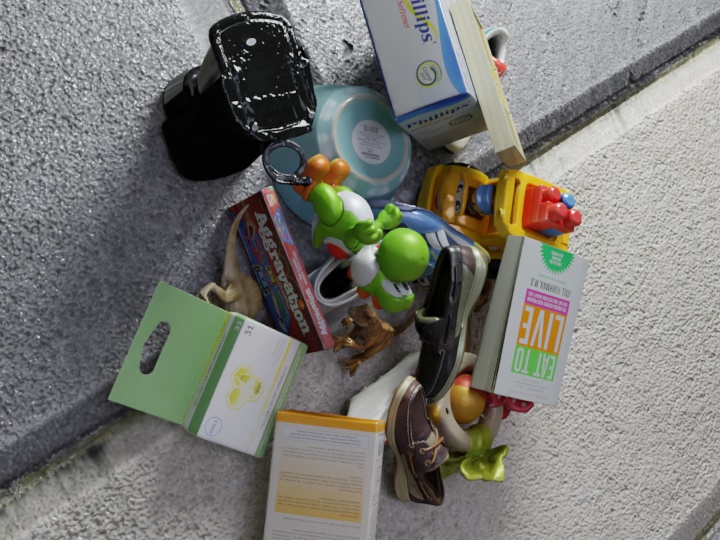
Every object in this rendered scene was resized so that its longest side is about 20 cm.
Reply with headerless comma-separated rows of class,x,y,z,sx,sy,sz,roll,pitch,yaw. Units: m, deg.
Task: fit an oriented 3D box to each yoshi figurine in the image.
yoshi figurine,0.013,-0.051,1.110,0.112,0.112,0.201,-30,76,-19

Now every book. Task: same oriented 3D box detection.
book,0.227,0.068,1.254,0.132,0.048,0.203,15,86,-35

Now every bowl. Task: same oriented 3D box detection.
bowl,-0.012,-0.159,1.243,0.198,0.105,0.204,6,77,-29

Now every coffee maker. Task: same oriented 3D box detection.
coffee maker,-0.147,-0.171,1.106,0.133,0.199,0.195,8,74,-27

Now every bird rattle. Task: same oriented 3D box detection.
bird rattle,0.158,0.179,1.271,0.163,0.112,0.201,43,64,-29

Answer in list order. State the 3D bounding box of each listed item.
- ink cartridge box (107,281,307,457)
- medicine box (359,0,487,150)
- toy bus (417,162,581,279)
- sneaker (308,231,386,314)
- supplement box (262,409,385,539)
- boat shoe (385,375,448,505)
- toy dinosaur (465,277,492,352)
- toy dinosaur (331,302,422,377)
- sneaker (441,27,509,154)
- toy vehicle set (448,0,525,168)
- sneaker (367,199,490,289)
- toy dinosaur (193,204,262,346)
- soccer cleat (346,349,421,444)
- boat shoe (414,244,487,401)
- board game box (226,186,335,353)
ink cartridge box,-0.168,0.116,1.090,0.199,0.048,0.147,29,81,-41
medicine box,0.089,-0.276,1.254,0.200,0.102,0.185,15,58,-72
toy bus,0.201,-0.078,1.309,0.198,0.191,0.138,18,74,-26
sneaker,0.000,0.000,1.215,0.199,0.115,0.074,-35,95,-32
supplement box,-0.043,0.271,1.120,0.124,0.074,0.203,5,84,9
boat shoe,0.079,0.219,1.193,0.072,0.071,0.202,-45,141,-46
toy dinosaur,0.137,0.056,1.335,0.105,0.060,0.202,-26,102,-11
toy dinosaur,0.022,0.085,1.227,0.061,0.105,0.200,63,14,14
sneaker,0.162,-0.266,1.374,0.070,0.093,0.202,29,67,-23
toy vehicle set,0.167,-0.241,1.245,0.124,0.026,0.203,13,59,-73
sneaker,0.082,-0.025,1.226,0.199,0.074,0.083,30,79,-27
toy dinosaur,-0.160,0.029,1.152,0.100,0.058,0.203,-23,107,-42
soccer cleat,0.027,0.167,1.234,0.200,0.077,0.070,-50,144,-42
boat shoe,0.098,0.062,1.191,0.065,0.072,0.204,12,101,-28
board game box,-0.099,0.006,1.161,0.019,0.102,0.203,-24,93,-34
